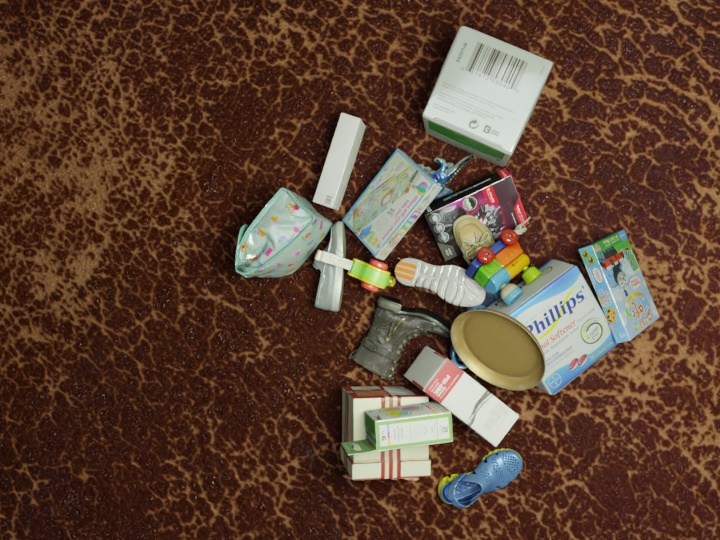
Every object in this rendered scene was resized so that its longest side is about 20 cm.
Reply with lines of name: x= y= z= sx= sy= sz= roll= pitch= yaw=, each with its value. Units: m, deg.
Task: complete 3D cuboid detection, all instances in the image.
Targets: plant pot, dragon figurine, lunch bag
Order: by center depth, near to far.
plant pot: x=0.271 y=0.150 z=1.253 sx=0.200 sy=0.200 sz=0.027 roll=41 pitch=53 yaw=5
dragon figurine: x=0.166 y=-0.183 z=1.369 sx=0.200 sy=0.059 sz=0.100 roll=-10 pitch=80 yaw=31
lunch bag: x=-0.174 y=-0.065 z=1.383 sx=0.122 sy=0.170 sz=0.200 roll=44 pitch=98 yaw=11

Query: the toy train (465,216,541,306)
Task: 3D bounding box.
toy train: x=0.314 y=-0.022 z=1.270 sx=0.200 sy=0.085 sz=0.116 roll=-35 pitch=72 yaw=-24

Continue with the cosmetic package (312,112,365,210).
cosmetic package: x=-0.046 y=-0.236 z=1.408 sx=0.051 sy=0.083 sz=0.200 roll=19 pitch=93 yaw=10

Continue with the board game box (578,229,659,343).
board game box: x=0.529 y=0.029 z=1.306 sx=0.037 sy=0.151 sz=0.200 roll=-22 pitch=88 yaw=48

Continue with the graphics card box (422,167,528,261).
graphics card box: x=0.243 y=-0.118 z=1.361 sx=0.200 sy=0.051 sz=0.126 roll=-24 pitch=118 yaw=8

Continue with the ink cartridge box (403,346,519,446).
ink cartridge box: x=0.204 y=0.257 z=1.319 sx=0.200 sy=0.147 sz=0.083 roll=39 pitch=85 yaw=-11

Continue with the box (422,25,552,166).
box: x=0.255 y=-0.351 z=1.319 sx=0.199 sy=0.171 sz=0.200 roll=25 pitch=95 yaw=7

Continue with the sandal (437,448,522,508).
sandal: x=0.260 y=0.453 z=1.374 sx=0.200 sy=0.087 sz=0.080 roll=-33 pitch=85 yaw=5

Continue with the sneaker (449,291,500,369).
sneaker: x=0.243 y=0.123 z=1.350 sx=0.074 sy=0.082 sz=0.200 roll=21 pitch=112 yaw=10

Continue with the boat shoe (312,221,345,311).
boat shoe: x=-0.072 y=-0.010 z=1.420 sx=0.071 sy=0.070 sz=0.201 roll=5 pitch=94 yaw=3

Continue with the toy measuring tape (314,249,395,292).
toy measuring tape: x=0.000 y=0.000 z=1.370 sx=0.200 sy=0.074 sz=0.074 roll=20 pitch=94 yaw=-32

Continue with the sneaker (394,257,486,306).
sneaker: x=0.177 y=0.023 z=1.362 sx=0.200 sy=0.112 sz=0.078 roll=22 pitch=92 yaw=20

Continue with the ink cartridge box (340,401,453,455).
ink cartridge box: x=0.064 y=0.297 z=1.212 sx=0.199 sy=0.104 sz=0.059 roll=-5 pitch=89 yaw=-10

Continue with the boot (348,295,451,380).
boot: x=0.091 y=0.161 z=1.410 sx=0.200 sy=0.069 sz=0.175 roll=21 pitch=99 yaw=11

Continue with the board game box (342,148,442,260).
board game box: x=0.064 y=-0.141 z=1.372 sx=0.200 sy=0.034 sz=0.135 roll=-51 pitch=56 yaw=16

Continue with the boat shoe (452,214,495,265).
boat shoe: x=0.261 y=-0.028 z=1.342 sx=0.073 sy=0.063 sz=0.200 roll=-32 pitch=112 yaw=12

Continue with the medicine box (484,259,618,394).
medicine box: x=0.386 y=0.112 z=1.298 sx=0.182 sy=0.103 sz=0.200 roll=-36 pitch=105 yaw=-6

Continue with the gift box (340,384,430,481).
gift box: x=0.053 y=0.345 z=1.358 sx=0.184 sy=0.200 sz=0.187 roll=0 pitch=87 yaw=-5
